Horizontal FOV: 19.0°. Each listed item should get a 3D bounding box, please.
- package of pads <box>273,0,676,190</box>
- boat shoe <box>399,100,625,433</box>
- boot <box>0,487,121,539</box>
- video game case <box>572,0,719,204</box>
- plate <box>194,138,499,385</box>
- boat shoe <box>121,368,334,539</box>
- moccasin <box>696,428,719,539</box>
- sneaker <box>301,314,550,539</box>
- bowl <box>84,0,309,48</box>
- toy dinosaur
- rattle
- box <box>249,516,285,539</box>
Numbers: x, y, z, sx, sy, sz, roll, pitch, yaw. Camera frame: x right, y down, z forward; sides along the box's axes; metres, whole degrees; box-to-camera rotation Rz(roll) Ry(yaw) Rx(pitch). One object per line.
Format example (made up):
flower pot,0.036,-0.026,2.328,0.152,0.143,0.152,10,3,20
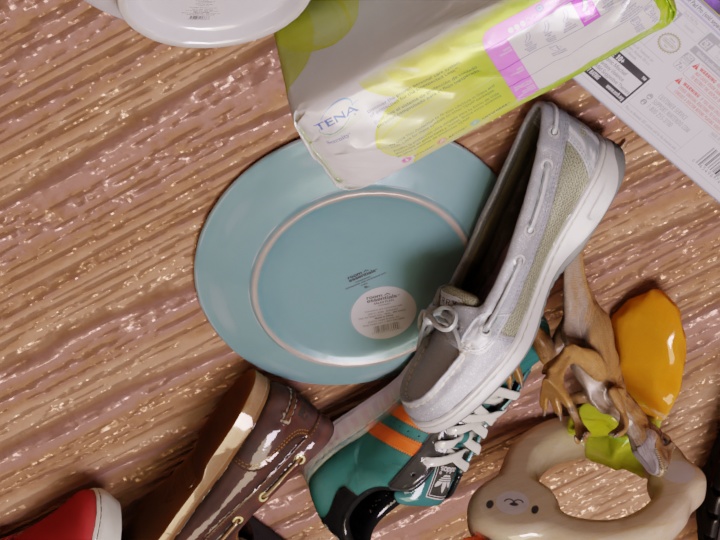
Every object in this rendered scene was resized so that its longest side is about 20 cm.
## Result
package of pads,0.051,-0.141,1.106,0.199,0.155,0.068,-27,129,12
boat shoe,0.077,-0.001,1.255,0.065,0.074,0.202,31,95,-23
boot,-0.253,0.196,1.379,0.144,0.073,0.200,26,123,-27
video game case,0.226,-0.139,1.214,0.181,0.046,0.200,-40,126,22
plate,0.000,0.000,1.297,0.199,0.026,0.201,-6,129,-7
boat shoe,-0.095,0.155,1.364,0.070,0.071,0.200,32,113,-20
moccasin,0.271,0.130,1.433,0.077,0.074,0.202,6,118,-6
sneaker,0.050,0.102,1.343,0.200,0.080,0.071,-41,147,25
bowl,-0.075,-0.171,1.048,0.200,0.091,0.201,-6,155,-3
toy dinosaur,0.132,0.035,1.293,0.106,0.060,0.201,-28,108,-37
rattle,0.122,0.122,1.331,0.199,0.130,0.143,-19,147,-25
box,-0.098,0.288,1.448,0.200,0.125,0.148,-36,127,17
